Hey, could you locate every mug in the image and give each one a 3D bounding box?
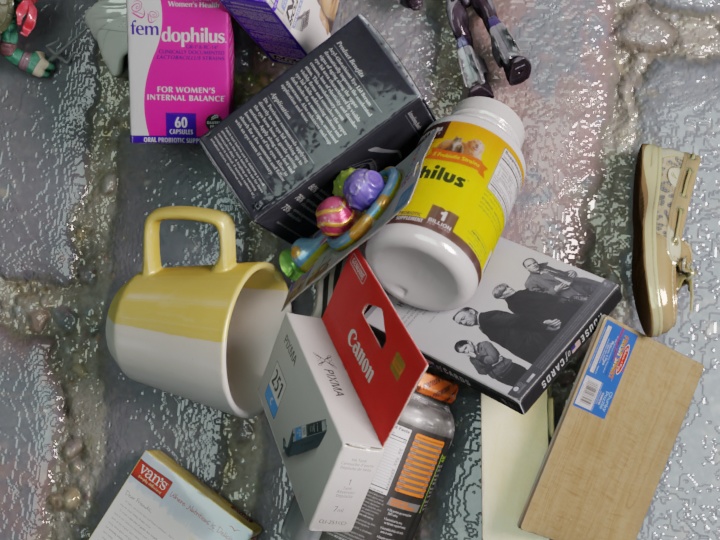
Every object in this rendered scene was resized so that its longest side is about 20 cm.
[{"bbox_3d":[-0.163,0.042,1.127,0.152,0.149,0.188,6,79,22],"label":"mug"}]

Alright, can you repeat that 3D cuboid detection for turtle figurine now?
[{"bbox_3d":[-0.404,-0.282,1.243,0.198,0.101,0.151,-17,79,16],"label":"turtle figurine"}]

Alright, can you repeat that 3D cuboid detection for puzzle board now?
[{"bbox_3d":[0.228,0.155,1.031,0.017,0.150,0.201,18,85,56],"label":"puzzle board"}]

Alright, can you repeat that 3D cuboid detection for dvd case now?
[{"bbox_3d":[0.116,0.035,1.047,0.199,0.025,0.150,25,62,42],"label":"dvd case"}]

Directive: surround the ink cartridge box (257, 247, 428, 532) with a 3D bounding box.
[{"bbox_3d":[-0.024,0.096,0.996,0.044,0.200,0.177,11,116,-25],"label":"ink cartridge box"}]

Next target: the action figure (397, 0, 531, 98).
[{"bbox_3d":[0.107,-0.273,1.139,0.129,0.069,0.201,-26,74,17],"label":"action figure"}]

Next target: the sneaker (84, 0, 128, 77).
[{"bbox_3d":[-0.191,-0.261,1.208,0.199,0.078,0.100,-19,87,17],"label":"sneaker"}]

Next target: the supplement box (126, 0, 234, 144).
[{"bbox_3d":[-0.177,-0.234,1.127,0.100,0.104,0.202,0,111,-4],"label":"supplement box"}]

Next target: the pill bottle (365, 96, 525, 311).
[{"bbox_3d":[0.088,-0.068,1.064,0.108,0.110,0.201,18,55,14],"label":"pill bottle"}]

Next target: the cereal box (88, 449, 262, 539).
[{"bbox_3d":[-0.210,0.304,1.148,0.143,0.040,0.201,34,90,14],"label":"cereal box"}]

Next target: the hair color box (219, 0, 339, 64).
[{"bbox_3d":[-0.075,-0.282,1.111,0.064,0.200,0.110,13,86,12],"label":"hair color box"}]

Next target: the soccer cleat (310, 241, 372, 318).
[{"bbox_3d":[0.000,0.000,1.129,0.085,0.069,0.201,19,78,42],"label":"soccer cleat"}]

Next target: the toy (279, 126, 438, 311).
[{"bbox_3d":[-0.016,-0.055,1.046,0.047,0.116,0.200,35,133,-13],"label":"toy"}]

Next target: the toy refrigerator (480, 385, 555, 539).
[{"bbox_3d":[0.151,0.152,1.069,0.069,0.076,0.202,-1,82,12],"label":"toy refrigerator"}]

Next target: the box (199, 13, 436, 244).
[{"bbox_3d":[-0.033,-0.131,1.111,0.199,0.148,0.105,-37,76,5],"label":"box"}]

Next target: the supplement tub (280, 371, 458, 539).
[{"bbox_3d":[0.013,0.183,1.072,0.122,0.123,0.201,22,87,14],"label":"supplement tub"}]

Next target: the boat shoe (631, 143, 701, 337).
[{"bbox_3d":[0.284,-0.032,1.041,0.062,0.073,0.202,4,61,7],"label":"boat shoe"}]
